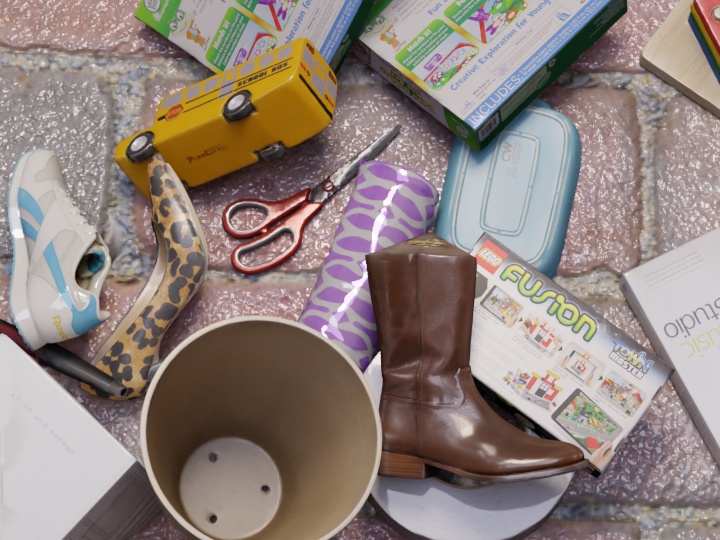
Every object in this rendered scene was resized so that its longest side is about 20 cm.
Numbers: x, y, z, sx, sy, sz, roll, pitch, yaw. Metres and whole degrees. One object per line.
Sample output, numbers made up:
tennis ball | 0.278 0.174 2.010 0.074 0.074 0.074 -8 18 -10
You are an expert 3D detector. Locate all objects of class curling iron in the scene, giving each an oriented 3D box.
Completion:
curling iron | -0.286 0.073 1.421 0.199 0.026 0.050 22 32 21

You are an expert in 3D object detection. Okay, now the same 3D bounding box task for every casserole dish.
casserole dish | 0.135 -0.074 1.476 0.120 0.039 0.201 12 73 4

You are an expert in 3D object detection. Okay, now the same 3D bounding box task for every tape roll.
tape roll | 0.090 0.141 1.399 0.199 0.066 0.202 0 73 1

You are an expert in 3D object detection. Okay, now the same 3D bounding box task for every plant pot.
plant pot | -0.094 0.158 1.320 0.186 0.200 0.189 4 69 -11

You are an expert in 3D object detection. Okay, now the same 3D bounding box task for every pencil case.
pencil case | 0.000 0.000 1.439 0.085 0.084 0.201 13 70 39

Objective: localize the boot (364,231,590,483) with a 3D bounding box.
boot | 0.093 0.068 1.316 0.185 0.064 0.202 0 89 14

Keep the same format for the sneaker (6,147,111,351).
sneaker | -0.264 -0.024 1.435 0.080 0.077 0.201 -14 58 6

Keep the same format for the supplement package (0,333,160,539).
supplement package | -0.270 0.176 1.327 0.152 0.200 0.151 41 79 12

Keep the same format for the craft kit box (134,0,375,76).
craft kit box | -0.085 -0.266 1.478 0.197 0.048 0.201 35 114 10

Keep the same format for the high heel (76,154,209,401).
high heel | -0.201 0.010 1.424 0.142 0.071 0.202 -16 94 -9

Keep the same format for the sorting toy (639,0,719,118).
sorting toy | 0.397 -0.226 1.497 0.198 0.070 0.200 36 78 11

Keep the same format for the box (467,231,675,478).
box | 0.152 0.070 1.366 0.200 0.035 0.110 37 77 11

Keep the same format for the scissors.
scissors | -0.036 -0.064 1.492 0.199 0.014 0.073 -26 72 -7

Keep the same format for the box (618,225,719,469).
box | 0.338 0.062 1.431 0.144 0.036 0.201 -26 75 -6

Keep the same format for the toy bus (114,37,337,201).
toy bus | -0.122 -0.132 1.451 0.199 0.065 0.079 -20 42 25

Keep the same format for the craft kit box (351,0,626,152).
craft kit box | 0.107 -0.237 1.494 0.200 0.049 0.197 -43 65 -11
